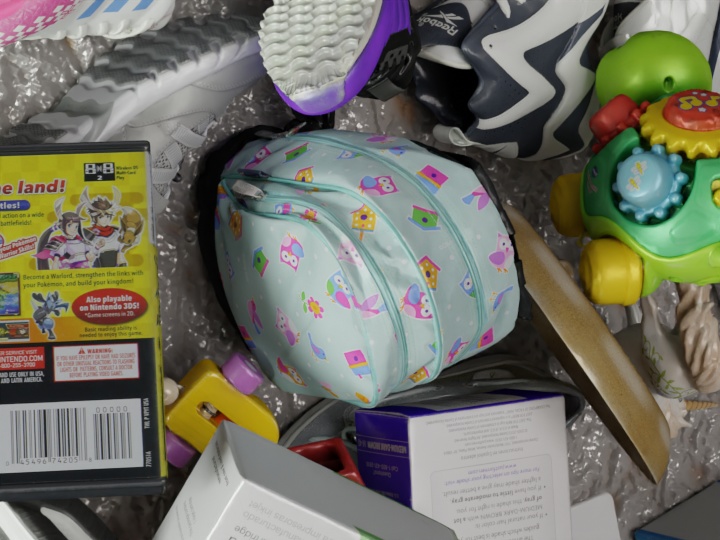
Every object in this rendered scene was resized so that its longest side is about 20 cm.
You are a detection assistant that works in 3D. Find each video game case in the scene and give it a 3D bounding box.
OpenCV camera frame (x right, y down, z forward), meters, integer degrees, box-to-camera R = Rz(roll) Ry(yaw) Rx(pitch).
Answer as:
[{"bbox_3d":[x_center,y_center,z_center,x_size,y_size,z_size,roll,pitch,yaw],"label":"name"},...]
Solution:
[{"bbox_3d":[-0.200,0.026,1.209,0.200,0.026,0.181,-2,73,-6],"label":"video game case"}]

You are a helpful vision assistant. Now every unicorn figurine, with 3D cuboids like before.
[{"bbox_3d":[0.176,0.045,1.481,0.074,0.200,0.138,-24,93,-1],"label":"unicorn figurine"}]

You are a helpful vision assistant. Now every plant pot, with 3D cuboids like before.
[{"bbox_3d":[0.122,0.034,1.397,0.027,0.200,0.200,-36,114,0],"label":"plant pot"}]

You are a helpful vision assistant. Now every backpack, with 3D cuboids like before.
[{"bbox_3d":[0.000,0.000,1.313,0.127,0.200,0.167,-35,112,-25],"label":"backpack"}]

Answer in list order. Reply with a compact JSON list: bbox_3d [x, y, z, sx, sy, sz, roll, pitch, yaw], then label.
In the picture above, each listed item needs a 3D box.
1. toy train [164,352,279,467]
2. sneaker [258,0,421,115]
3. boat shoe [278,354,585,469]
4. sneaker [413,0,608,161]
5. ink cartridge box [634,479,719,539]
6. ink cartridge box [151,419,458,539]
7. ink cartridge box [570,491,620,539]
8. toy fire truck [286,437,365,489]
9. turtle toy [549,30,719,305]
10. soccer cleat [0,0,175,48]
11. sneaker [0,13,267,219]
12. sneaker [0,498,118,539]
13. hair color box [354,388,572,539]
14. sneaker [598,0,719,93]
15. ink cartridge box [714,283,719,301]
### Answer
[{"bbox_3d":[-0.114,0.114,1.343,0.150,0.056,0.200,-23,116,-6],"label":"toy train"},{"bbox_3d":[-0.001,-0.128,1.326,0.069,0.200,0.100,-19,122,16],"label":"sneaker"},{"bbox_3d":[0.037,0.101,1.425,0.202,0.065,0.075,-16,102,-29],"label":"boat shoe"},{"bbox_3d":[0.076,-0.161,1.416,0.129,0.079,0.199,-7,109,-40],"label":"sneaker"},{"bbox_3d":[0.273,0.246,1.541,0.085,0.144,0.200,-27,108,-29],"label":"ink cartridge box"},{"bbox_3d":[-0.054,0.202,1.262,0.146,0.084,0.200,26,102,-17],"label":"ink cartridge box"},{"bbox_3d":[0.064,0.209,1.451,0.200,0.067,0.116,-18,103,-30],"label":"ink cartridge box"},{"bbox_3d":[-0.074,0.191,1.326,0.200,0.049,0.141,-24,114,-3],"label":"toy fire truck"},{"bbox_3d":[0.182,-0.062,1.372,0.146,0.200,0.101,-5,122,-8],"label":"turtle toy"},{"bbox_3d":[-0.145,-0.147,1.286,0.200,0.070,0.086,-32,130,-19],"label":"soccer cleat"},{"bbox_3d":[-0.123,-0.068,1.314,0.200,0.075,0.082,-35,121,-14],"label":"sneaker"},{"bbox_3d":[-0.221,0.126,1.259,0.201,0.115,0.076,50,23,4],"label":"sneaker"},{"bbox_3d":[0.062,0.172,1.371,0.109,0.065,0.200,-5,93,-31],"label":"hair color box"},{"bbox_3d":[0.182,-0.114,1.502,0.080,0.076,0.200,12,83,-21],"label":"sneaker"},{"bbox_3d":[0.316,-0.031,1.601,0.200,0.050,0.161,-30,110,-24],"label":"ink cartridge box"}]
